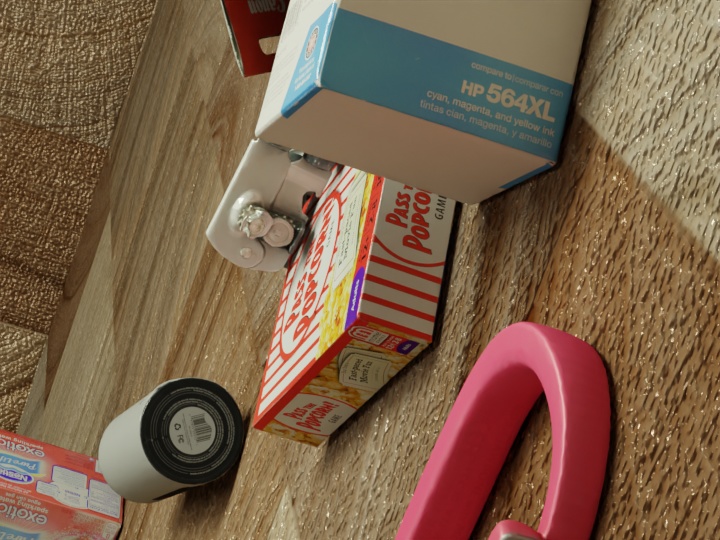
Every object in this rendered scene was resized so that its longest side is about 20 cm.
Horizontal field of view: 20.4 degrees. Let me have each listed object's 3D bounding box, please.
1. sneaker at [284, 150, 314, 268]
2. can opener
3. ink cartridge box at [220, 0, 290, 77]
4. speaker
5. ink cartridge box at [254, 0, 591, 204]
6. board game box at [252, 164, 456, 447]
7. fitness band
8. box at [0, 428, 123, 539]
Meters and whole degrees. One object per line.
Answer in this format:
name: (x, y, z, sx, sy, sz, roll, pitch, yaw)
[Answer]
sneaker: (-0.033, -0.067, 1.351, 0.096, 0.079, 0.200, -65, 11, -17)
can opener: (-0.032, -0.088, 1.190, 0.067, 0.052, 0.201, -88, 24, -64)
ink cartridge box: (-0.053, -0.222, 1.191, 0.109, 0.050, 0.201, -24, -79, -64)
speaker: (-0.150, 0.133, 1.546, 0.200, 0.081, 0.082, 147, 138, -70)
ink cartridge box: (0.042, -0.153, 0.993, 0.128, 0.124, 0.201, 156, 130, -73)
board game box: (0.000, 0.000, 1.154, 0.200, 0.046, 0.152, 131, 154, -61)
fitness band: (0.049, 0.117, 0.832, 0.144, 0.037, 0.201, -94, 25, -64)
box: (-0.338, 0.227, 1.953, 0.103, 0.199, 0.095, -100, 32, -62)
